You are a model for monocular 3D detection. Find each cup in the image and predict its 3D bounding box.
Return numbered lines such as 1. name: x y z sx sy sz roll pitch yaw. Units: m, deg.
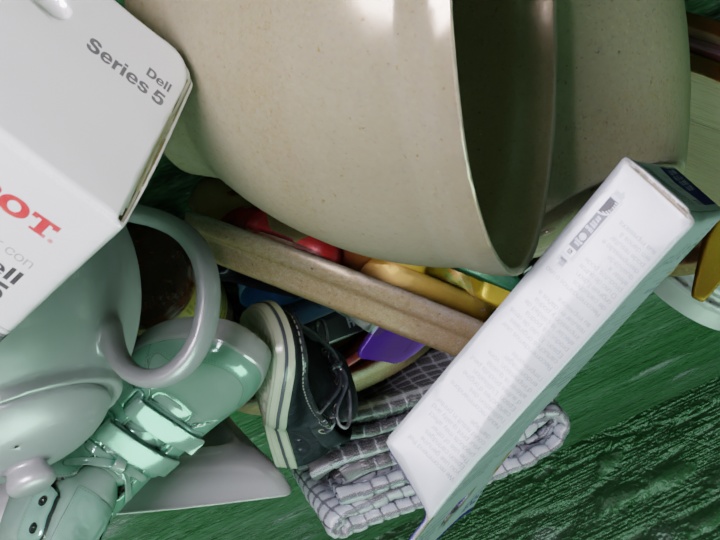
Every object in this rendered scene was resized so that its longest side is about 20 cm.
1. cup: 0.088 -0.092 0.810 0.199 0.144 0.200 -23 165 -6

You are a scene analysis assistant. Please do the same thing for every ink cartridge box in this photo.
1. ink cartridge box: -0.176 -0.036 0.557 0.200 0.145 0.084 -37 -156 39
2. ink cartridge box: 0.075 0.039 0.697 0.201 0.041 0.199 -51 169 11

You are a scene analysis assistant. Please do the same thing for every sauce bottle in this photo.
1. sauce bottle: -0.117 0.023 1.020 0.065 0.067 0.200 -24 165 -1

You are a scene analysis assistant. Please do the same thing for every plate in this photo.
1. plate: -0.167 0.115 1.084 0.198 0.033 0.199 -3 -165 -20

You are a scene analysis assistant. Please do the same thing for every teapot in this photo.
1. teapot: -0.189 0.044 0.823 0.196 0.147 0.200 -18 162 -25

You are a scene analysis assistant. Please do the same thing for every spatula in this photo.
1. spatula: -0.022 0.019 0.991 0.199 0.021 0.057 21 115 -37

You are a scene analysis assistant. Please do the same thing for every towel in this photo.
1. towel: 0.036 0.096 1.167 0.198 0.086 0.166 -18 -159 -8

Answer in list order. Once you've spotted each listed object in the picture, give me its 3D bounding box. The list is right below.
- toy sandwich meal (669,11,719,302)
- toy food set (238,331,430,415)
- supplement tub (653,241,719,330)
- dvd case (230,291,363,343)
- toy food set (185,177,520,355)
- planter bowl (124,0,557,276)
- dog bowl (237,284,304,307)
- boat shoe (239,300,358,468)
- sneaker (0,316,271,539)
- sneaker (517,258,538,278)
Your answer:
1. toy sandwich meal: 0.186 -0.066 0.995 0.205 0.205 0.071 -36 -161 36
2. toy food set: -0.021 0.045 1.164 0.198 0.049 0.198 -17 -165 13
3. supplement tub: 0.281 -0.070 1.101 0.144 0.145 0.201 -7 140 -48
4. dvd case: 0.013 0.004 1.110 0.198 0.025 0.150 -23 -166 -12
5. toy food set: 0.000 0.000 0.860 0.196 0.049 0.200 22 178 -8
6. planter bowl: -0.007 -0.099 0.602 0.133 0.203 0.200 0 171 17
7. dog bowl: 0.004 -0.039 1.032 0.198 0.050 0.112 -23 165 -11
8. boat shoe: -0.035 0.068 0.972 0.062 0.075 0.200 -14 156 -4
9. sneaker: -0.127 0.110 0.881 0.074 0.119 0.200 36 130 -28
10. sneaker: 0.151 -0.057 1.165 0.097 0.071 0.201 -29 162 -10
